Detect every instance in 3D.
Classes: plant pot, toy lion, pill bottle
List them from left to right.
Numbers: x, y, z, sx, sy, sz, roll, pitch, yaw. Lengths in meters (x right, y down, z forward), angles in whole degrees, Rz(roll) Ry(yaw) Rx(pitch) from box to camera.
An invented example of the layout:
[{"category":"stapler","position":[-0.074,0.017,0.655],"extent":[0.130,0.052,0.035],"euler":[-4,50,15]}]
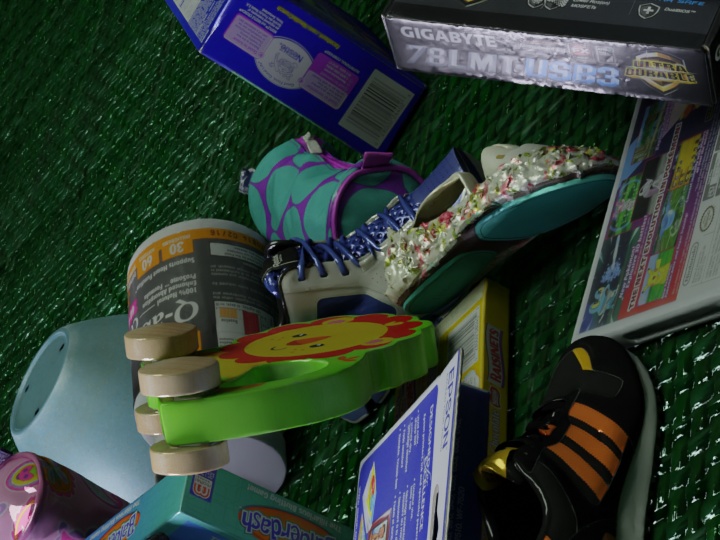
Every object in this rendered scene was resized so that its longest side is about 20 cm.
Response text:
[{"category":"plant pot","position":[-0.192,0.114,1.925],"extent":[0.200,0.135,0.200],"euler":[-49,25,33]},{"category":"pill bottle","position":[-0.108,0.069,1.798],"extent":[0.116,0.116,0.200],"euler":[-47,36,35]},{"category":"toy lion","position":[-0.044,0.063,1.521],"extent":[0.200,0.191,0.069],"euler":[-138,40,-78]}]

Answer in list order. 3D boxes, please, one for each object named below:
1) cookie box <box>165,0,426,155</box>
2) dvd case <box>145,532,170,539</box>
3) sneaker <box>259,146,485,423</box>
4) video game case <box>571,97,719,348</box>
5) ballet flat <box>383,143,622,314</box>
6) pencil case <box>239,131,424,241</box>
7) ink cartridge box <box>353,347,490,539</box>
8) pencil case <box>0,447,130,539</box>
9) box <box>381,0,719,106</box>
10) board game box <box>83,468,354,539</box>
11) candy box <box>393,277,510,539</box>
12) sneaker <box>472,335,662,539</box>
[{"category":"cookie box","position":[-0.056,-0.180,1.916],"extent":[0.075,0.171,0.200],"euler":[-55,21,9]},{"category":"dvd case","position":[-0.105,0.276,1.503],"extent":[0.018,0.200,0.143],"euler":[-20,-21,-51]},{"category":"sneaker","position":[0.000,0.001,1.648],"extent":[0.200,0.115,0.081],"euler":[-56,23,16]},{"category":"video game case","position":[0.199,-0.058,1.391],"extent":[0.182,0.023,0.200],"euler":[-24,44,58]},{"category":"ballet flat","position":[0.079,-0.040,1.539],"extent":[0.200,0.076,0.064],"euler":[-34,61,39]},{"category":"pencil case","position":[-0.017,-0.048,1.784],"extent":[0.200,0.085,0.093],"euler":[-159,69,-68]},{"category":"ink cartridge box","position":[0.036,0.169,1.354],"extent":[0.200,0.047,0.198],"euler":[129,149,-62]},{"category":"pencil case","position":[-0.182,0.199,1.713],"extent":[0.087,0.200,0.088],"euler":[-27,46,32]},{"category":"box","position":[0.140,-0.187,1.440],"extent":[0.199,0.050,0.199],"euler":[9,51,25]},{"category":"board game box","position":[-0.096,0.201,1.580],"extent":[0.200,0.152,0.045],"euler":[-40,31,46]},{"category":"candy box","position":[0.054,0.106,1.521],"extent":[0.102,0.026,0.200],"euler":[-49,25,39]},{"category":"sneaker","position":[0.104,0.102,1.322],"extent":[0.070,0.090,0.200],"euler":[-42,29,41]}]
